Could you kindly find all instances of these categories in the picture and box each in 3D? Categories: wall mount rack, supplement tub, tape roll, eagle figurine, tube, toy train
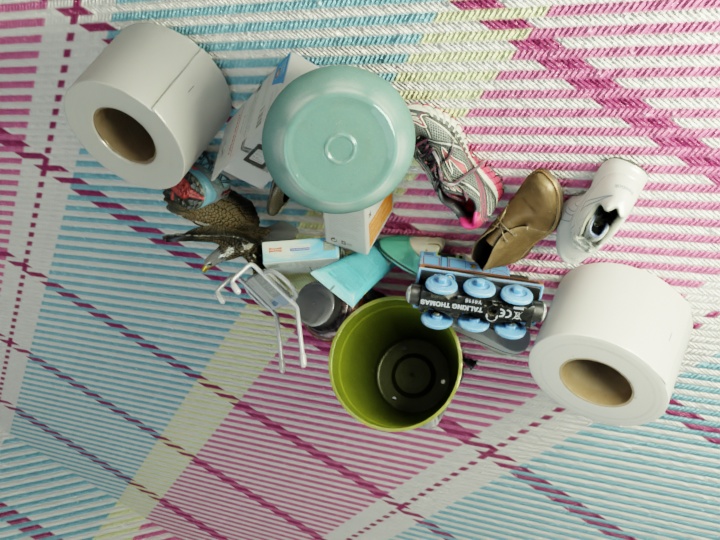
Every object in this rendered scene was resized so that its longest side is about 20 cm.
[{"bbox_3d":[-0.142,0.071,1.618,0.174,0.075,0.200,46,160,-7],"label":"wall mount rack"},{"bbox_3d":[-0.024,0.069,1.669,0.107,0.107,0.200,8,173,29],"label":"supplement tub"},{"bbox_3d":[-0.308,-0.238,1.515,0.203,0.139,0.203,20,144,15],"label":"tape roll"},{"bbox_3d":[-0.219,-0.058,1.682,0.152,0.151,0.200,3,146,51],"label":"eagle figurine"},{"bbox_3d":[0.354,0.106,1.471,0.203,0.139,0.203,21,146,15],"label":"tape roll"},{"bbox_3d":[0.000,0.000,1.545,0.077,0.200,0.050,34,116,12],"label":"tube"},{"bbox_3d":[0.166,0.033,1.490,0.200,0.114,0.087,7,120,2],"label":"toy train"}]

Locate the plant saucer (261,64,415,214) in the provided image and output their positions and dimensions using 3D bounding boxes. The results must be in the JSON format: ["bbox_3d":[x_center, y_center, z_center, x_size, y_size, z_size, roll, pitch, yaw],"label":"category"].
[{"bbox_3d":[-0.027,-0.161,1.332,0.200,0.036,0.200,-2,114,-4],"label":"plant saucer"}]

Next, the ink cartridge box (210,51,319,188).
[{"bbox_3d":[-0.127,-0.197,1.443,0.067,0.116,0.200,25,145,-23],"label":"ink cartridge box"}]

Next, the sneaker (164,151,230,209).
[{"bbox_3d":[-0.285,-0.163,1.662,0.200,0.095,0.079,42,126,28],"label":"sneaker"}]

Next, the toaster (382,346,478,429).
[{"bbox_3d":[0.090,0.189,1.790,0.200,0.129,0.114,15,144,22],"label":"toaster"}]

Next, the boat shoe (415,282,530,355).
[{"bbox_3d":[0.167,0.078,1.649,0.202,0.075,0.086,26,157,-6],"label":"boat shoe"}]

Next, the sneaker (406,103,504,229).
[{"bbox_3d":[0.114,-0.142,1.389,0.200,0.075,0.081,44,145,-18],"label":"sneaker"}]

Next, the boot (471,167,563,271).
[{"bbox_3d":[0.211,-0.060,1.408,0.074,0.075,0.200,54,150,20],"label":"boot"}]

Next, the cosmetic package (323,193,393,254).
[{"bbox_3d":[-0.004,-0.128,1.474,0.071,0.101,0.200,19,146,17],"label":"cosmetic package"}]

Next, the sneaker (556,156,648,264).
[{"bbox_3d":[0.297,-0.062,1.342,0.074,0.087,0.200,26,147,4],"label":"sneaker"}]

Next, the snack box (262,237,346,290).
[{"bbox_3d":[-0.080,-0.008,1.639,0.116,0.037,0.200,-4,166,4],"label":"snack box"}]

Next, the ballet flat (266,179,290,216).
[{"bbox_3d":[-0.107,-0.147,1.570,0.046,0.067,0.200,14,142,-6],"label":"ballet flat"}]

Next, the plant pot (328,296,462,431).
[{"bbox_3d":[0.068,0.155,1.620,0.200,0.201,0.193,21,173,14],"label":"plant pot"}]

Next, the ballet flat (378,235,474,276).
[{"bbox_3d":[0.125,-0.011,1.575,0.200,0.067,0.070,33,122,-4],"label":"ballet flat"}]
